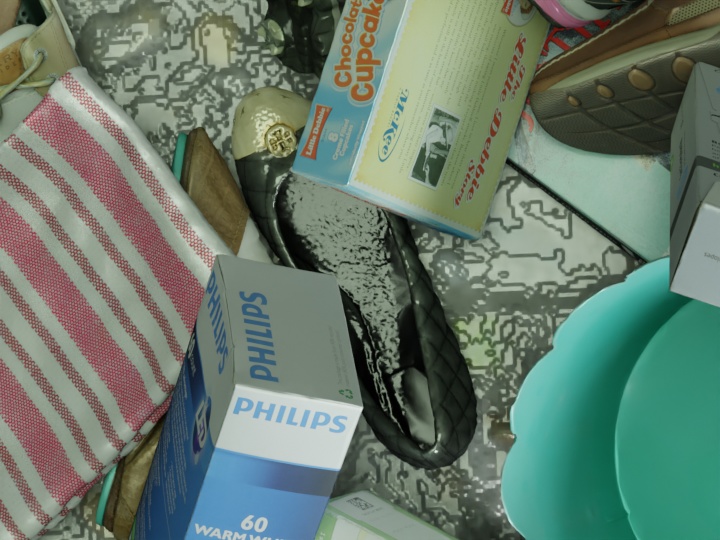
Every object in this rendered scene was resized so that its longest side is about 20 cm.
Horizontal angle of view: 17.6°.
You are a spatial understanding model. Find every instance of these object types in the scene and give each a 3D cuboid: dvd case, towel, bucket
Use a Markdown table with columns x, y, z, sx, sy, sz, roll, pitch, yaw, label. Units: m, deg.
| x | y | z | sx | sy | sz | roll | pitch | yaw | label |
| --- | --- | --- | --- | --- | --- | --- | --- | --- | --- |
| 0.109 | -0.112 | 1.113 | 0.200 | 0.022 | 0.146 | 37 | 91 | 6 | dvd case |
| -0.151 | 0.026 | 1.075 | 0.200 | 0.030 | 0.147 | -44 | 80 | 18 | towel |
| 0.176 | 0.086 | 1.021 | 0.206 | 0.135 | 0.209 | 1 | 92 | 21 | bucket |

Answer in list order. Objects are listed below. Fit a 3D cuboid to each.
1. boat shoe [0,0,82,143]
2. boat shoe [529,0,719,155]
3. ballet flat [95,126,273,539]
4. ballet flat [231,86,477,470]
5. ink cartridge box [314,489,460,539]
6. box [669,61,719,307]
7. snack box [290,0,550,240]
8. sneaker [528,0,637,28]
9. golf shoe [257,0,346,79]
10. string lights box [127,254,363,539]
| x | y | z | sx | sy | sz | roll | pitch | yaw | label |
| --- | --- | --- | --- | --- | --- | --- | --- | --- | --- |
| -0.169 | -0.096 | 1.110 | 0.074 | 0.068 | 0.201 | -26 | 86 | 3 | boat shoe |
| 0.171 | -0.114 | 1.070 | 0.199 | 0.076 | 0.072 | -19 | 53 | 12 | boat shoe |
| -0.071 | 0.037 | 1.100 | 0.072 | 0.068 | 0.202 | 12 | 92 | 0 | ballet flat |
| 0.000 | 0.000 | 1.099 | 0.066 | 0.057 | 0.201 | -30 | 86 | 2 | ballet flat |
| 0.050 | 0.200 | 0.987 | 0.199 | 0.048 | 0.147 | 25 | 108 | 30 | ink cartridge box |
| 0.203 | -0.019 | 0.946 | 0.155 | 0.200 | 0.041 | 19 | 113 | 0 | box |
| 0.043 | -0.123 | 1.050 | 0.037 | 0.116 | 0.201 | 17 | 89 | 35 | snack box |
| 0.154 | -0.189 | 1.052 | 0.080 | 0.086 | 0.201 | 43 | 66 | -33 | sneaker |
| -0.010 | -0.186 | 1.048 | 0.088 | 0.077 | 0.201 | -24 | 126 | -27 | golf shoe |
| -0.060 | 0.106 | 1.022 | 0.059 | 0.103 | 0.201 | 11 | 120 | -15 | string lights box |
